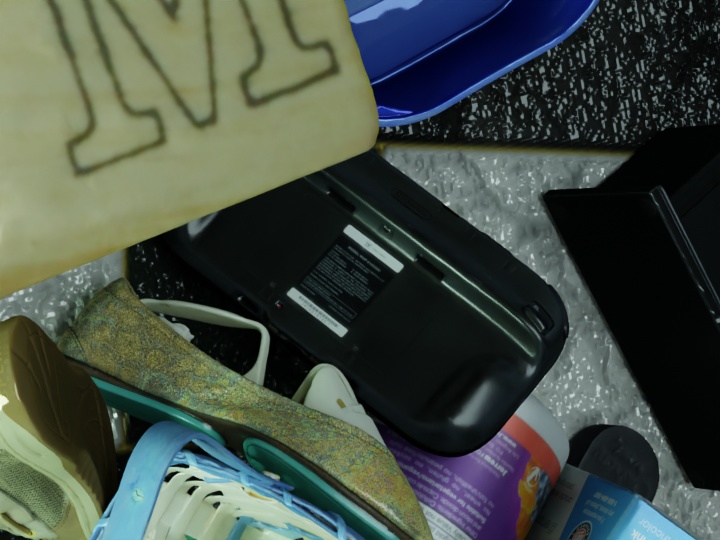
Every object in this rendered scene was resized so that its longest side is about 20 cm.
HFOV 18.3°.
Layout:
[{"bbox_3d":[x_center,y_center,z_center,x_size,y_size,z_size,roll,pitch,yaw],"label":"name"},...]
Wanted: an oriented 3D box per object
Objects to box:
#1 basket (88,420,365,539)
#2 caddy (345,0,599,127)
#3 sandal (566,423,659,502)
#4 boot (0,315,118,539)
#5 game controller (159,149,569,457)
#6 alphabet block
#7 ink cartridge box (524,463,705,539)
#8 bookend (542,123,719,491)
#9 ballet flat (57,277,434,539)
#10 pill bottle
[{"bbox_3d":[-0.071,0.164,0.928,0.177,0.138,0.200,-67,159,-7],"label":"basket"},{"bbox_3d":[0.030,-0.156,1.074,0.199,0.105,0.142,-31,108,-12],"label":"caddy"},{"bbox_3d":[0.109,0.175,1.193,0.076,0.043,0.201,29,75,-31],"label":"sandal"},{"bbox_3d":[-0.190,0.087,0.968,0.154,0.200,0.073,-12,68,4],"label":"boot"},{"bbox_3d":[0.000,0.000,1.066,0.200,0.042,0.104,37,76,12],"label":"game controller"},{"bbox_3d":[-0.142,-0.106,0.931,0.199,0.195,0.198,-23,102,-30],"label":"alphabet block"},{"bbox_3d":[0.089,0.203,1.088,0.084,0.144,0.201,34,85,-11],"label":"ink cartridge box"},{"bbox_3d":[0.234,-0.013,1.245,0.200,0.092,0.199,-39,111,-28],"label":"bookend"},{"bbox_3d":[-0.045,0.061,1.024,0.199,0.071,0.071,26,72,12],"label":"ballet flat"},{"bbox_3d":[0.010,0.143,1.086,0.111,0.111,0.201,41,70,-27],"label":"pill bottle"}]
